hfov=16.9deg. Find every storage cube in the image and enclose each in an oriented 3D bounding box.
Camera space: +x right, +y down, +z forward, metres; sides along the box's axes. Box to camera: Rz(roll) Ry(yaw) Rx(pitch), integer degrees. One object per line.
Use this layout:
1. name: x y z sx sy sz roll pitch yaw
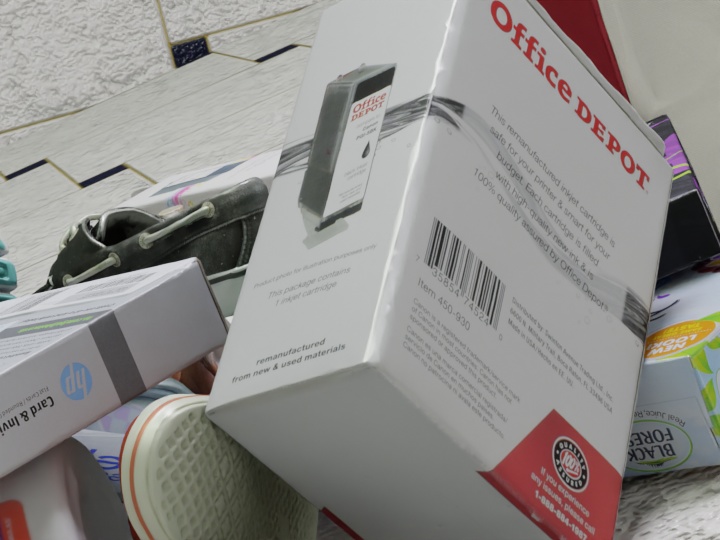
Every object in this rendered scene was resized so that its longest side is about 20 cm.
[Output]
1. storage cube: 0.169 -0.121 1.308 0.171 0.200 0.180 -26 18 -19

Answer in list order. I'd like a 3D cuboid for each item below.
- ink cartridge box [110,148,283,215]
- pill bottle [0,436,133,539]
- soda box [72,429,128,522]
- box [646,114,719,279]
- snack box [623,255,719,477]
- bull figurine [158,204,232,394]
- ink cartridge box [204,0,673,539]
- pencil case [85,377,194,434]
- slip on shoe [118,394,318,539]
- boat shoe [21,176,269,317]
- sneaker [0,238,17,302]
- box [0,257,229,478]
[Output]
1. ink cartridge box: -0.070 0.000 1.398 0.200 0.117 0.067 -11 15 45
2. pill bottle: -0.187 0.150 0.967 0.199 0.112 0.111 -22 12 6
3. soda box: -0.165 0.104 1.064 0.199 0.064 0.068 6 18 14
4. box: 0.089 -0.015 1.119 0.143 0.036 0.200 -23 9 8
5. snack box: 0.102 0.043 1.045 0.200 0.053 0.142 -14 16 42
6. bull figurine: -0.089 0.037 1.296 0.065 0.122 0.200 -23 17 -20
7. ink cartridge box: 0.037 0.003 0.922 0.083 0.147 0.200 -18 43 36
8. pencil case: -0.128 0.087 1.205 0.083 0.091 0.200 -6 8 -18
9. slip on shoe: -0.063 0.092 0.926 0.061 0.074 0.200 6 -13 11
10. boat shoe: -0.110 0.000 1.175 0.200 0.064 0.071 -16 8 37
11. sneaker: -0.201 0.079 1.181 0.077 0.201 0.091 6 -12 -17
12. box: -0.171 0.061 0.959 0.200 0.041 0.156 -30 12 -39
